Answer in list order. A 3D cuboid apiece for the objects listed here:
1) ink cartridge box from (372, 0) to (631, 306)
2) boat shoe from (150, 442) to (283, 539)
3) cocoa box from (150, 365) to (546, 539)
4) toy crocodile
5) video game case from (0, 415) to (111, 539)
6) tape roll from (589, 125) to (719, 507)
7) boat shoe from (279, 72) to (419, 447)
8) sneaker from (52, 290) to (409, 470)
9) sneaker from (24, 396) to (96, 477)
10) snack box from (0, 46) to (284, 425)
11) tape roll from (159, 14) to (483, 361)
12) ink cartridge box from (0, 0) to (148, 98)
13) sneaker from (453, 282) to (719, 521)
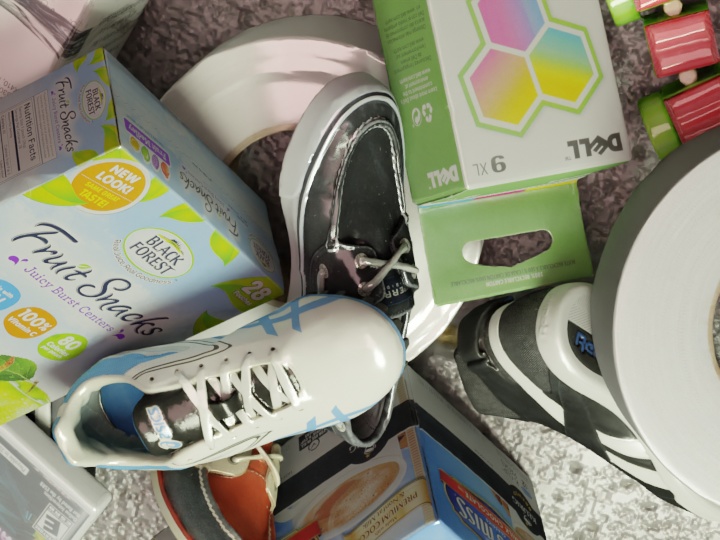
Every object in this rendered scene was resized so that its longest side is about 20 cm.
[{"bbox_3d":[0.074,-0.090,0.928,0.103,0.059,0.201,-11,89,-28],"label":"ink cartridge box"},{"bbox_3d":[-0.075,0.103,0.997,0.062,0.200,0.071,-39,121,8],"label":"boat shoe"},{"bbox_3d":[-0.005,0.180,1.020,0.200,0.132,0.133,-35,123,17],"label":"cocoa box"},{"bbox_3d":[0.171,-0.117,0.956,0.067,0.062,0.201,-19,104,14],"label":"toy crocodile"},{"bbox_3d":[-0.262,0.121,1.076,0.200,0.023,0.182,41,128,2],"label":"video game case"},{"bbox_3d":[0.219,0.023,0.914,0.199,0.066,0.202,0,98,-3],"label":"tape roll"},{"bbox_3d":[0.000,0.000,0.918,0.068,0.071,0.201,37,130,41],"label":"boat shoe"},{"bbox_3d":[-0.066,0.063,0.901,0.199,0.073,0.072,-17,108,28],"label":"sneaker"},{"bbox_3d":[-0.204,0.066,1.065,0.082,0.072,0.201,5,108,8],"label":"sneaker"},{"bbox_3d":[-0.165,-0.007,0.916,0.199,0.068,0.169,-26,146,15],"label":"snack box"},{"bbox_3d":[-0.028,-0.037,1.008,0.201,0.071,0.204,2,108,7],"label":"tape roll"},{"bbox_3d":[-0.156,-0.163,0.947,0.084,0.145,0.201,33,109,-1],"label":"ink cartridge box"},{"bbox_3d":[0.133,0.074,1.026,0.111,0.073,0.200,-6,139,47],"label":"sneaker"}]
